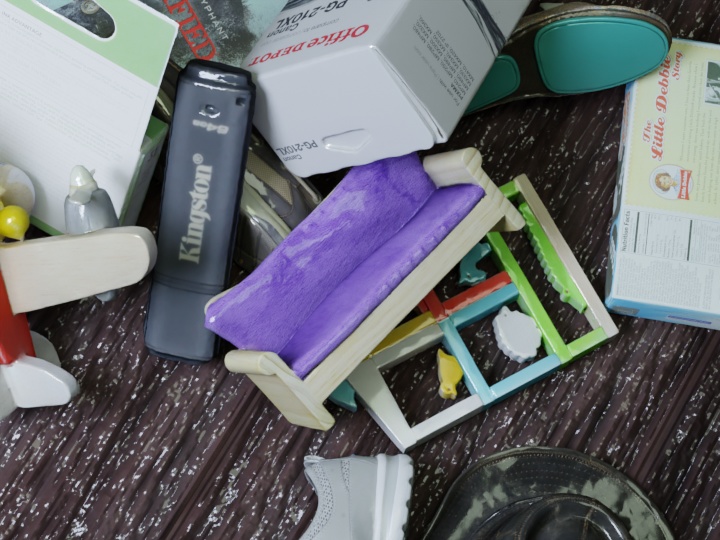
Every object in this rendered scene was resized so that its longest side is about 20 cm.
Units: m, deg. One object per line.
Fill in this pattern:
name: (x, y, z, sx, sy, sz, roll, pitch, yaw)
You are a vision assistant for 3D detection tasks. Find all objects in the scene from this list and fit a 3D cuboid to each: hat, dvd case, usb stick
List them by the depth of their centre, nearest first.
hat: (0.125, 0.202, 1.070, 0.199, 0.081, 0.202, 3, 73, -9)
usb stick: (-0.105, -0.035, 1.103, 0.055, 0.033, 0.201, 15, 109, 14)
dvd case: (-0.135, -0.189, 1.212, 0.199, 0.022, 0.146, -27, 76, -12)

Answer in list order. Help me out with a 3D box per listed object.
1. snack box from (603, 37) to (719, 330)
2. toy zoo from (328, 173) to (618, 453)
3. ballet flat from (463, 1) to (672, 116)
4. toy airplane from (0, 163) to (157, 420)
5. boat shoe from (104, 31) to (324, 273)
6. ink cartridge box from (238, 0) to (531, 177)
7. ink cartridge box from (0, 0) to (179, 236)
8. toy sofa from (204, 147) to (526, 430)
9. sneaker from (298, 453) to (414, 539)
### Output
snack box: (0.237, -0.061, 1.186, 0.115, 0.037, 0.201, 9, 72, 0)
toy zoo: (0.057, 0.034, 1.154, 0.199, 0.020, 0.132, -26, 76, -11)
ballet flat: (0.114, -0.155, 1.188, 0.199, 0.068, 0.067, -11, 36, -1)
toy airplane: (-0.238, -0.005, 1.081, 0.199, 0.199, 0.141, 25, 46, -5)
boat shoe: (-0.099, -0.086, 1.158, 0.073, 0.074, 0.200, -41, 95, -31)
ink cartridge box: (0.024, -0.167, 1.119, 0.084, 0.144, 0.200, 50, 53, -26)
ink cartridge box: (-0.193, -0.118, 1.100, 0.145, 0.201, 0.048, 30, 36, 7)
toy sofa: (0.000, 0.000, 1.092, 0.200, 0.083, 0.098, -45, 104, -15)
sneaker: (-0.018, 0.210, 1.075, 0.082, 0.075, 0.201, 8, 61, 6)
